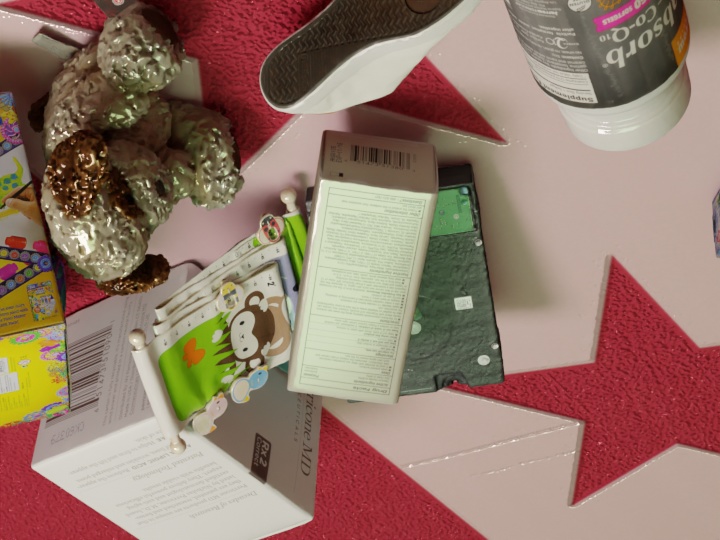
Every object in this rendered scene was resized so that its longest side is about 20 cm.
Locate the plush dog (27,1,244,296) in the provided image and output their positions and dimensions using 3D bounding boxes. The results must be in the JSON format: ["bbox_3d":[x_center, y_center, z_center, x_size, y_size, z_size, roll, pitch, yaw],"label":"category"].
[{"bbox_3d":[-0.190,-0.075,1.310,0.160,0.173,0.200,-7,141,16],"label":"plush dog"}]

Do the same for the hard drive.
[{"bbox_3d":[0.039,0.013,1.452,0.139,0.038,0.201,-9,123,6],"label":"hard drive"}]

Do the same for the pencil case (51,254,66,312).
[{"bbox_3d":[-0.353,0.016,1.509,0.199,0.093,0.085,7,142,-4],"label":"pencil case"}]

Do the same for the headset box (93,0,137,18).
[{"bbox_3d":[-0.160,-0.279,1.102,0.148,0.077,0.200,-29,134,14],"label":"headset box"}]

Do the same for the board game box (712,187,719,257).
[{"bbox_3d":[0.376,-0.090,1.319,0.199,0.062,0.200,2,142,4],"label":"board game box"}]

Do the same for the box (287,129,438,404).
[{"bbox_3d":[0.000,0.000,1.376,0.094,0.078,0.201,8,123,-5],"label":"box"}]

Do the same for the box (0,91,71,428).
[{"bbox_3d":[-0.301,0.002,1.350,0.121,0.194,0.200,-12,159,-13],"label":"box"}]

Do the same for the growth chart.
[{"bbox_3d":[-0.102,0.045,1.430,0.018,0.200,0.145,26,150,45],"label":"growth chart"}]

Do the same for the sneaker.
[{"bbox_3d":[0.024,-0.176,1.262,0.199,0.073,0.085,-29,162,27],"label":"sneaker"}]

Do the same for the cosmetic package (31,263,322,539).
[{"bbox_3d":[-0.157,0.132,1.574,0.164,0.166,0.200,-23,135,30],"label":"cosmetic package"}]

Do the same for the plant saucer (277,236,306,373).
[{"bbox_3d":[-0.003,0.031,1.527,0.199,0.028,0.201,3,135,3],"label":"plant saucer"}]

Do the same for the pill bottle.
[{"bbox_3d":[0.159,-0.178,1.185,0.116,0.117,0.200,-9,143,17],"label":"pill bottle"}]
